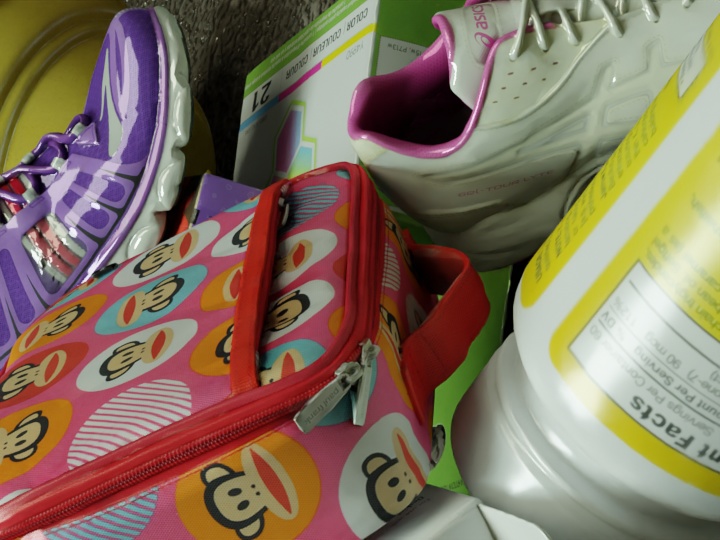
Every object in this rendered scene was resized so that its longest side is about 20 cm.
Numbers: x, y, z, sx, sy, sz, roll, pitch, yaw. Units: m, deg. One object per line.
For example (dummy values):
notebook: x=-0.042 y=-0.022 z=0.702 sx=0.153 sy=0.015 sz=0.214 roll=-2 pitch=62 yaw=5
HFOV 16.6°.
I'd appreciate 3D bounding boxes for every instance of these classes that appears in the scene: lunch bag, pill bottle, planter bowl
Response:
lunch bag: x=-0.039 y=0.041 z=0.840 sx=0.176 sy=0.082 sz=0.200 roll=-25 pitch=19 yaw=10
pill bottle: x=0.118 y=0.004 z=0.758 sx=0.200 sy=0.114 sz=0.114 roll=-54 pitch=32 yaw=31
planter bowl: x=-0.130 y=-0.046 z=1.228 sx=0.083 sy=0.200 sz=0.201 roll=14 pitch=86 yaw=31

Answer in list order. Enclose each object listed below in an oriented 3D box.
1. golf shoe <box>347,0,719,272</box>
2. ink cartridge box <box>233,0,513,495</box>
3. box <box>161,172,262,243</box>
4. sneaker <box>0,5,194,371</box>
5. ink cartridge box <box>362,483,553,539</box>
golf shoe: x=0.082 y=-0.077 z=0.869 sx=0.200 sy=0.091 sz=0.075 roll=-37 pitch=40 yaw=24
ink cartridge box: x=0.000 y=0.000 z=1.005 sx=0.148 sy=0.076 sz=0.201 roll=150 pitch=131 yaw=-62
box: x=-0.098 y=0.033 z=1.071 sx=0.200 sy=0.039 sz=0.137 roll=174 pitch=111 yaw=-69
sneaker: x=-0.130 y=-0.020 z=1.011 sx=0.200 sy=0.083 sz=0.081 roll=-63 pitch=20 yaw=9
ink cartridge box: x=0.014 y=0.132 z=0.817 sx=0.068 sy=0.116 sz=0.200 roll=-35 pitch=16 yaw=-19
